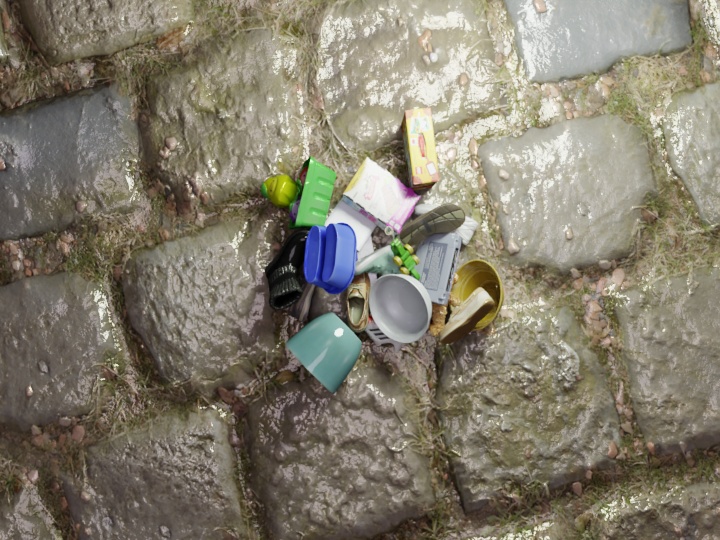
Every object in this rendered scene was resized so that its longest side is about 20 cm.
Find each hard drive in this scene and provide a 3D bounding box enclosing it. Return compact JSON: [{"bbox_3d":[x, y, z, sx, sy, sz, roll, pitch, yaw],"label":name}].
[{"bbox_3d":[-0.003,-0.174,1.675,0.131,0.026,0.202,35,78,0],"label":"hard drive"}]

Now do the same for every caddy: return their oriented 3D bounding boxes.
[{"bbox_3d":[-0.078,-0.038,1.582,0.139,0.104,0.206,-3,78,42],"label":"caddy"}]

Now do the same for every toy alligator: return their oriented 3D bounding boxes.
[{"bbox_3d":[0.110,-0.051,1.603,0.059,0.054,0.201,-44,120,-15],"label":"toy alligator"}]

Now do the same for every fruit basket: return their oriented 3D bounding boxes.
[{"bbox_3d":[-0.189,-0.225,1.645,0.210,0.155,0.222,0,91,-16],"label":"fruit basket"}]

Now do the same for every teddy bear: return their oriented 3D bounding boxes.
[{"bbox_3d":[0.221,0.091,1.664,0.144,0.066,0.203,35,98,35],"label":"teddy bear"}]

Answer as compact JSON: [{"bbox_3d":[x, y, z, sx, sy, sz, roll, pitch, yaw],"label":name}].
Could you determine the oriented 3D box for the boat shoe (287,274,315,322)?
[{"bbox_3d":[-0.167,0.048,1.675,0.072,0.074,0.205,16,89,0],"label":"boat shoe"}]

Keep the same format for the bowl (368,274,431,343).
[{"bbox_3d":[0.127,0.094,1.600,0.198,0.090,0.206,15,116,33],"label":"bowl"}]

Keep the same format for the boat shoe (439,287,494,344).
[{"bbox_3d":[0.291,0.128,1.599,0.200,0.073,0.070,-46,48,25],"label":"boat shoe"}]

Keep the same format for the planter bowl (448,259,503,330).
[{"bbox_3d":[0.355,0.075,1.647,0.082,0.198,0.206,8,91,-37],"label":"planter bowl"}]

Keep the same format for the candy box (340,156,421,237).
[{"bbox_3d":[0.060,-0.211,1.645,0.198,0.061,0.138,34,78,-2],"label":"candy box"}]

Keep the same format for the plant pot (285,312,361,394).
[{"bbox_3d":[-0.091,0.222,1.620,0.201,0.201,0.161,45,83,0],"label":"plant pot"}]

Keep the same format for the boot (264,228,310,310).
[{"bbox_3d":[-0.191,-0.001,1.615,0.079,0.159,0.212,28,113,-31],"label":"boot"}]

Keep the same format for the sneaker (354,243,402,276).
[{"bbox_3d":[0.060,0.003,1.634,0.198,0.073,0.121,-27,97,-40],"label":"sneaker"}]

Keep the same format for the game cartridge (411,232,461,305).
[{"bbox_3d":[0.211,-0.011,1.636,0.131,0.041,0.205,11,85,38],"label":"game cartridge"}]

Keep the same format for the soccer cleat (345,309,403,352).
[{"bbox_3d":[0.041,0.175,1.680,0.196,0.069,0.087,22,96,-1],"label":"soccer cleat"}]

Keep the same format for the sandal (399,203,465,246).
[{"bbox_3d":[0.202,-0.132,1.619,0.197,0.055,0.083,-27,107,5],"label":"sandal"}]

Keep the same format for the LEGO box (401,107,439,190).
[{"bbox_3d":[0.170,-0.343,1.634,0.075,0.149,0.206,-7,90,0],"label":"LEGO box"}]

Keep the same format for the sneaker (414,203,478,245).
[{"bbox_3d":[0.245,-0.131,1.674,0.196,0.078,0.102,20,94,1],"label":"sneaker"}]

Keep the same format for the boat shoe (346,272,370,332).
[{"bbox_3d":[-0.007,0.072,1.623,0.074,0.074,0.205,-5,74,4],"label":"boat shoe"}]

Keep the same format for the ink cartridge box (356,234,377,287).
[{"bbox_3d":[0.000,0.000,1.692,0.092,0.037,0.206,-7,91,0],"label":"ink cartridge box"}]
